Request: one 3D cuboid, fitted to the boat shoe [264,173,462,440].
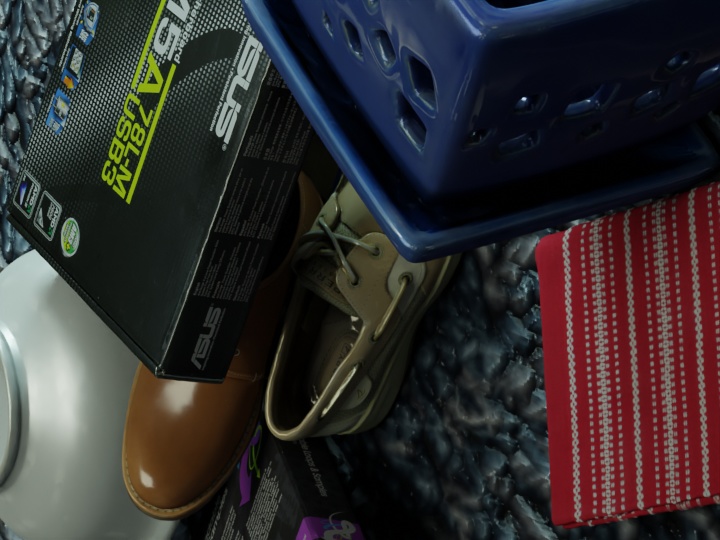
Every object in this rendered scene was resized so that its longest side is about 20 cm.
[{"bbox_3d":[0.000,0.000,1.393,0.072,0.065,0.201,36,119,32],"label":"boat shoe"}]

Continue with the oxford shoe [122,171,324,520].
[{"bbox_3d":[-0.077,0.033,1.418,0.071,0.071,0.201,82,-152,-76],"label":"oxford shoe"}]

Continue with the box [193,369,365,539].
[{"bbox_3d":[-0.049,0.160,1.441,0.200,0.036,0.144,-118,43,-61],"label":"box"}]

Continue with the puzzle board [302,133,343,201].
[{"bbox_3d":[0.001,-0.138,1.454,0.151,0.017,0.201,40,120,47],"label":"puzzle board"}]

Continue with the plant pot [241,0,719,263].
[{"bbox_3d":[0.066,-0.128,1.194,0.200,0.199,0.180,56,148,31],"label":"plant pot"}]

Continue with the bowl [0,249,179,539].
[{"bbox_3d":[-0.176,0.073,1.516,0.201,0.090,0.203,3,94,58],"label":"bowl"}]

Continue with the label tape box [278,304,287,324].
[{"bbox_3d":[-0.105,0.013,1.541,0.144,0.063,0.201,-27,69,56],"label":"label tape box"}]

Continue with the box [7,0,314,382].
[{"bbox_3d":[-0.098,-0.074,1.381,0.193,0.047,0.201,43,117,51],"label":"box"}]

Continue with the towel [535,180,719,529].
[{"bbox_3d":[0.151,0.036,1.230,0.199,0.022,0.146,-17,73,51],"label":"towel"}]
